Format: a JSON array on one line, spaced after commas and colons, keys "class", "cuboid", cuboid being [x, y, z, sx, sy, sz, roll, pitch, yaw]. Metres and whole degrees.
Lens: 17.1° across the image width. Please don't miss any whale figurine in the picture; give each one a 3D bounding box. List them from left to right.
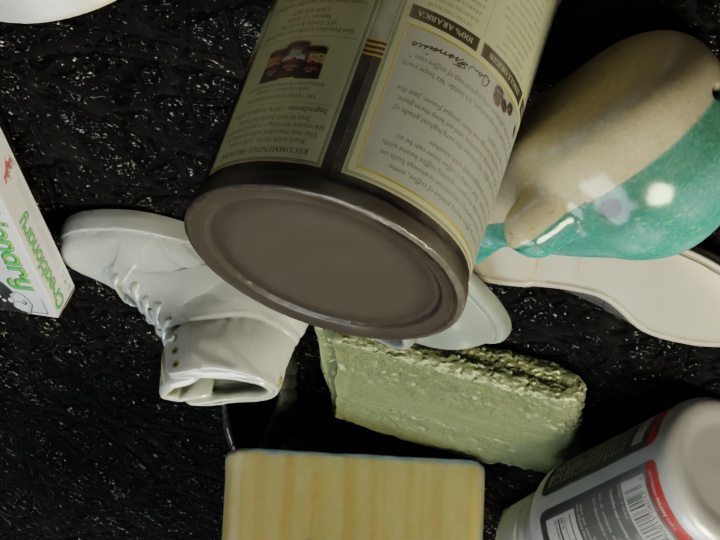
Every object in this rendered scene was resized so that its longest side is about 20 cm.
[{"class": "whale figurine", "cuboid": [0.122, -0.044, 1.286, 0.200, 0.159, 0.104, -29, 107, 38]}]

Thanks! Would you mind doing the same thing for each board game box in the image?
[{"class": "board game box", "cuboid": [-0.286, -0.050, 1.652, 0.126, 0.035, 0.200, 7, 141, 23]}]

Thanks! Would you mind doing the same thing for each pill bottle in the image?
[{"class": "pill bottle", "cuboid": [0.192, 0.174, 1.684, 0.116, 0.116, 0.200, 31, 142, -23]}]

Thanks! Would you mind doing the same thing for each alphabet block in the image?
[{"class": "alphabet block", "cuboid": [-0.011, 0.250, 1.823, 0.196, 0.200, 0.195, 3, 168, -1]}]

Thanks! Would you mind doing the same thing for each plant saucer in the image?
[{"class": "plant saucer", "cuboid": [0.000, 0.000, 1.505, 0.200, 0.050, 0.200, 33, 169, 7]}]

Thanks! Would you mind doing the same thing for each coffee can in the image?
[{"class": "coffee can", "cuboid": [0.011, -0.086, 1.230, 0.146, 0.200, 0.146, 16, 154, 8]}]

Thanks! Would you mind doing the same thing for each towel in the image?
[{"class": "towel", "cuboid": [0.065, 0.088, 1.727, 0.200, 0.037, 0.148, 14, 153, 11]}]

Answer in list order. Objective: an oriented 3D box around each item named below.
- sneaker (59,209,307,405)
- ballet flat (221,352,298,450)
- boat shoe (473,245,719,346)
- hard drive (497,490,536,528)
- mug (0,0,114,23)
[{"class": "sneaker", "cuboid": [-0.134, 0.029, 1.654, 0.200, 0.116, 0.074, 12, 156, 21]}, {"class": "ballet flat", "cuboid": [-0.081, 0.089, 1.799, 0.066, 0.057, 0.200, 15, 154, 16]}, {"class": "boat shoe", "cuboid": [0.152, -0.009, 1.473, 0.200, 0.057, 0.067, 16, 119, -2]}, {"class": "hard drive", "cuboid": [0.205, 0.195, 1.855, 0.132, 0.026, 0.200, 25, 154, -12]}, {"class": "mug", "cuboid": [-0.150, -0.236, 1.159, 0.149, 0.186, 0.153, 46, 167, 43]}]
